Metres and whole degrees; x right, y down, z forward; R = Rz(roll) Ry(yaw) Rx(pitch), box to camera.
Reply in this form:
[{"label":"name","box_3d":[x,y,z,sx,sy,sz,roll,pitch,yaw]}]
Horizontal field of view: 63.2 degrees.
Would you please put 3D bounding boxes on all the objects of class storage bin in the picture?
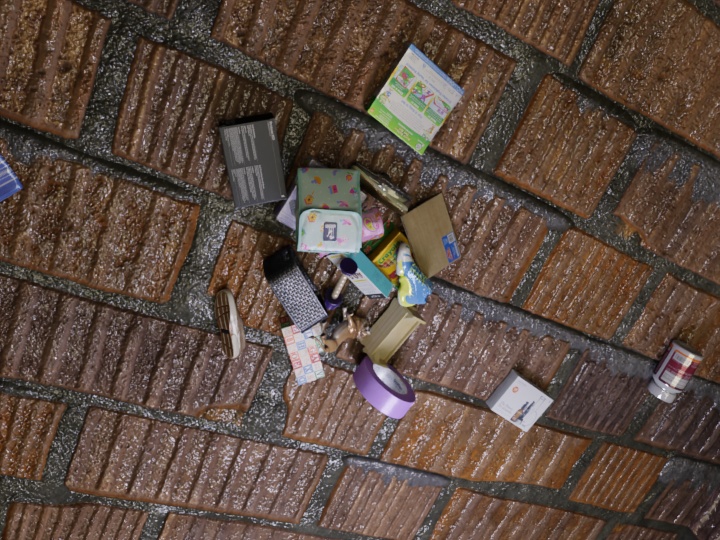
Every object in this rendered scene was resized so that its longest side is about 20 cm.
[{"label":"storage bin","box_3d":[-0.177,0.051,1.600,0.092,0.136,0.203,-29,118,0]}]

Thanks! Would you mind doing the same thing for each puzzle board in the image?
[{"label":"puzzle board","box_3d":[0.202,-0.095,1.670,0.148,0.017,0.205,-30,111,-22]}]

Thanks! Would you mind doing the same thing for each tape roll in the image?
[{"label":"tape roll","box_3d":[0.072,0.350,1.768,0.197,0.201,0.066,31,104,-25]}]

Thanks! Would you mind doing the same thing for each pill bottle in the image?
[{"label":"pill bottle","box_3d":[1.129,0.364,2.108,0.111,0.115,0.205,15,110,-20]}]

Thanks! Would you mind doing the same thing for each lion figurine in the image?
[{"label":"lion figurine","box_3d":[-0.059,0.186,1.707,0.197,0.072,0.125,-29,130,-23]}]

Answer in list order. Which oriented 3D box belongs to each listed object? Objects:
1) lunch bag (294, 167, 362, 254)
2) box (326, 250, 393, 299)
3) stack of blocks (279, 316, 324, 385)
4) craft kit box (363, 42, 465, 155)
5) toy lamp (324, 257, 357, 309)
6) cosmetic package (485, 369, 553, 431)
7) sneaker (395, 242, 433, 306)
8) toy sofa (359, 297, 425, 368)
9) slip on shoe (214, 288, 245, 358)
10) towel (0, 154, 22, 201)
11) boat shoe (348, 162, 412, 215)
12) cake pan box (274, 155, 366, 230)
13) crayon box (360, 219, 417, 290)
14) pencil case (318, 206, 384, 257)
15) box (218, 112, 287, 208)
[{"label":"lunch bag","box_3d":[-0.081,-0.142,1.449,0.164,0.122,0.207,1,76,-13]},{"label":"box","box_3d":[0.000,0.000,1.650,0.200,0.081,0.050,45,60,-27]},{"label":"stack of blocks","box_3d":[-0.158,0.225,1.729,0.112,0.059,0.205,-16,117,-7]},{"label":"craft kit box","box_3d":[0.140,-0.440,1.515,0.197,0.049,0.200,31,100,-25]},{"label":"toy lamp","box_3d":[-0.061,0.044,1.631,0.056,0.060,0.202,5,143,-16]},{"label":"cosmetic package","box_3d":[0.553,0.453,2.031,0.198,0.052,0.152,33,100,-25]},{"label":"sneaker","box_3d":[0.154,0.013,1.636,0.101,0.077,0.205,5,128,13]},{"label":"toy sofa","box_3d":[0.095,0.187,1.778,0.201,0.098,0.082,-50,141,11]},{"label":"slip on shoe","box_3d":[-0.358,0.144,1.642,0.060,0.074,0.207,-26,117,-47]},{"label":"towel","box_3d":[-0.895,-0.242,1.338,0.142,0.024,0.204,-27,118,-2]},{"label":"boat shoe","box_3d":[0.056,-0.230,1.579,0.198,0.073,0.066,38,76,-18]},{"label":"cake pan box","box_3d":[-0.103,-0.175,1.567,0.197,0.053,0.187,28,107,-24]},{"label":"crayon box","box_3d":[0.107,-0.033,1.687,0.127,0.051,0.199,-45,116,9]},{"label":"pencil case","box_3d":[-0.035,-0.103,1.547,0.194,0.088,0.090,-18,118,-7]},{"label":"box","box_3d":[-0.266,-0.274,1.461,0.136,0.079,0.206,-10,116,-7]}]
